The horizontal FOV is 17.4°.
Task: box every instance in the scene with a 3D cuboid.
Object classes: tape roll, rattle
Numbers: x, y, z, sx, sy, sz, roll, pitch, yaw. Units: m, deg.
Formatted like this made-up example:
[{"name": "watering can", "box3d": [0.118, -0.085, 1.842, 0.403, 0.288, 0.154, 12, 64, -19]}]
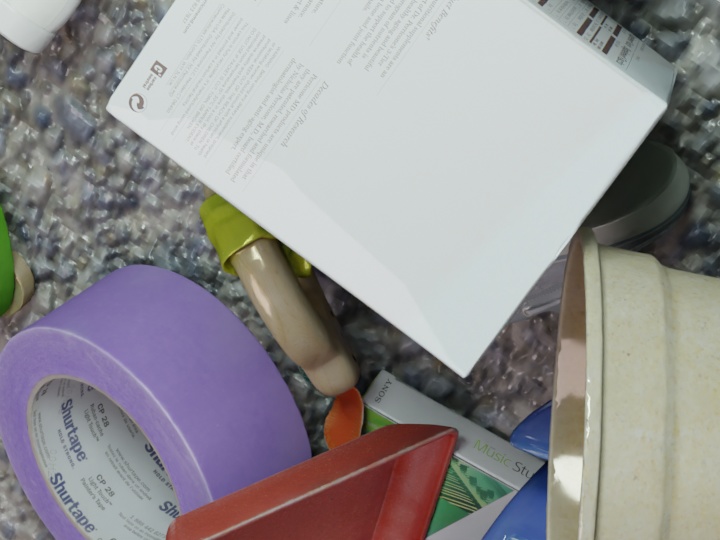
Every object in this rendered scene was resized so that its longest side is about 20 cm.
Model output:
[{"name": "tape roll", "box3d": [-0.128, 0.104, 1.441, 0.199, 0.085, 0.201, 27, 133, 32]}, {"name": "rattle", "box3d": [0.000, 0.000, 1.335, 0.201, 0.143, 0.130, 57, 171, -31]}]

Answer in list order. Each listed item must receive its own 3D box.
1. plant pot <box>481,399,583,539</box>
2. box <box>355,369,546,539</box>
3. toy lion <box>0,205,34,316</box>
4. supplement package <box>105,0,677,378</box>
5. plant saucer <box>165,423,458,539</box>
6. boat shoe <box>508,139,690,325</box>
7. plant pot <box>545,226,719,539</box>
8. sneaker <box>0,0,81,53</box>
[{"name": "plant pot", "box3d": [0.163, 0.165, 1.247, 0.199, 0.200, 0.181, 18, 97, 19]}, {"name": "box", "box3d": [0.043, 0.166, 1.455, 0.144, 0.036, 0.201, 28, 135, 8]}, {"name": "toy lion", "box3d": [-0.314, -0.056, 1.482, 0.198, 0.069, 0.193, 9, 123, 26]}, {"name": "supplement package", "box3d": [0.020, -0.084, 1.073, 0.199, 0.151, 0.152, 37, 105, 1]}, {"name": "plant saucer", "box3d": [-0.048, 0.178, 1.380, 0.037, 0.199, 0.201, 48, 144, 29]}, {"name": "boat shoe", "box3d": [0.107, -0.012, 1.248, 0.200, 0.070, 0.071, -19, 126, 45]}, {"name": "plant pot", "box3d": [0.182, 0.087, 1.069, 0.182, 0.201, 0.202, 4, 132, 0]}, {"name": "sneaker", "box3d": [-0.220, -0.217, 1.289, 0.200, 0.073, 0.085, 44, 103, 3]}]
